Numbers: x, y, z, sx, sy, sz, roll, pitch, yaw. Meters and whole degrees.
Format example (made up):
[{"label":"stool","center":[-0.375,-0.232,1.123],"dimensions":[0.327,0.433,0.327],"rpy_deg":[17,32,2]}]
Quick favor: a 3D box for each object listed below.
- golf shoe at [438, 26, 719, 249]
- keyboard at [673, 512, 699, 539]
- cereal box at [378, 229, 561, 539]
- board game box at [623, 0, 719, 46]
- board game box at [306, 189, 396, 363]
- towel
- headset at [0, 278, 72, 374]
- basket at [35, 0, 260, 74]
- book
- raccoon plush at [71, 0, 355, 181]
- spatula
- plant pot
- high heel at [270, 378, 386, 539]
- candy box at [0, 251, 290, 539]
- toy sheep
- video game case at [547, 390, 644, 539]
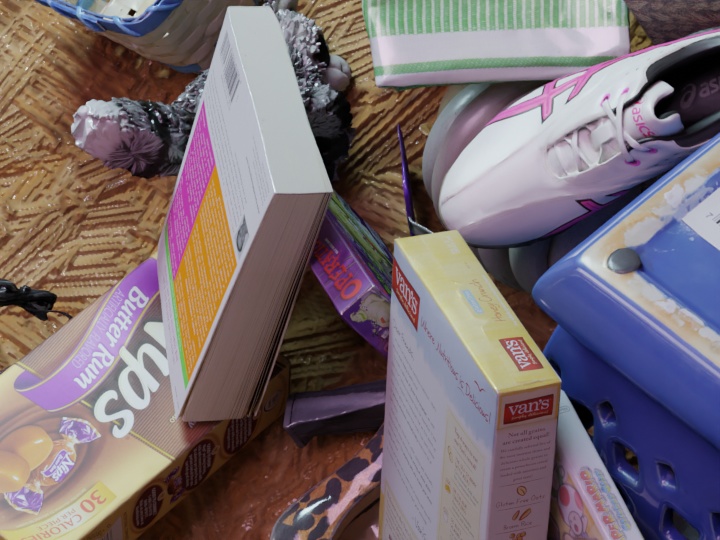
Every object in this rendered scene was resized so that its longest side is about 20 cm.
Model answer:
[{"label":"golf shoe","center":[0.128,-0.075,1.135],"dimensions":[0.199,0.092,0.073],"rpy_deg":[-28,84,2]},{"label":"keyboard","center":[0.145,0.141,1.212],"dimensions":[0.199,0.011,0.057],"rpy_deg":[-8,60,23]},{"label":"cereal box","center":[0.051,0.100,1.112],"dimensions":[0.039,0.201,0.144],"rpy_deg":[-8,34,-17]},{"label":"board game box","center":[0.226,-0.210,1.234],"dimensions":[0.096,0.159,0.201],"rpy_deg":[1,68,27]},{"label":"board game box","center":[0.000,0.000,1.242],"dimensions":[0.032,0.120,0.200],"rpy_deg":[-38,35,3]},{"label":"towel","center":[0.071,-0.201,1.189],"dimensions":[0.152,0.023,0.201],"rpy_deg":[-4,92,-1]},{"label":"headset","center":[-0.230,0.106,1.364],"dimensions":[0.123,0.094,0.201],"rpy_deg":[17,88,31]},{"label":"basket","center":[-0.159,-0.224,1.407],"dimensions":[0.176,0.200,0.139],"rpy_deg":[28,83,32]},{"label":"book","center":[-0.072,-0.029,1.225],"dimensions":[0.048,0.200,0.134],"rpy_deg":[-2,52,-20]},{"label":"raccoon plush","center":[-0.087,-0.123,1.344],"dimensions":[0.097,0.199,0.134],"rpy_deg":[-47,46,29]},{"label":"spatula","center":[0.051,-0.004,1.282],"dimensions":[0.020,0.057,0.200],"rpy_deg":[-21,53,-7]},{"label":"plant pot","center":[0.204,0.045,1.085],"dimensions":[0.200,0.180,0.200],"rpy_deg":[-37,55,-19]},{"label":"high heel","center":[0.024,0.147,1.234],"dimensions":[0.142,0.071,0.201],"rpy_deg":[-10,63,20]},{"label":"candy box","center":[-0.149,0.091,1.291],"dimensions":[0.117,0.057,0.200],"rpy_deg":[39,62,22]},{"label":"toy sheep","center":[0.108,-0.051,1.241],"dimensions":[0.138,0.138,0.200],"rpy_deg":[-45,45,3]},{"label":"video game case","center":[0.109,0.186,1.105],"dimensions":[0.023,0.200,0.183],"rpy_deg":[-15,59,-21]}]
